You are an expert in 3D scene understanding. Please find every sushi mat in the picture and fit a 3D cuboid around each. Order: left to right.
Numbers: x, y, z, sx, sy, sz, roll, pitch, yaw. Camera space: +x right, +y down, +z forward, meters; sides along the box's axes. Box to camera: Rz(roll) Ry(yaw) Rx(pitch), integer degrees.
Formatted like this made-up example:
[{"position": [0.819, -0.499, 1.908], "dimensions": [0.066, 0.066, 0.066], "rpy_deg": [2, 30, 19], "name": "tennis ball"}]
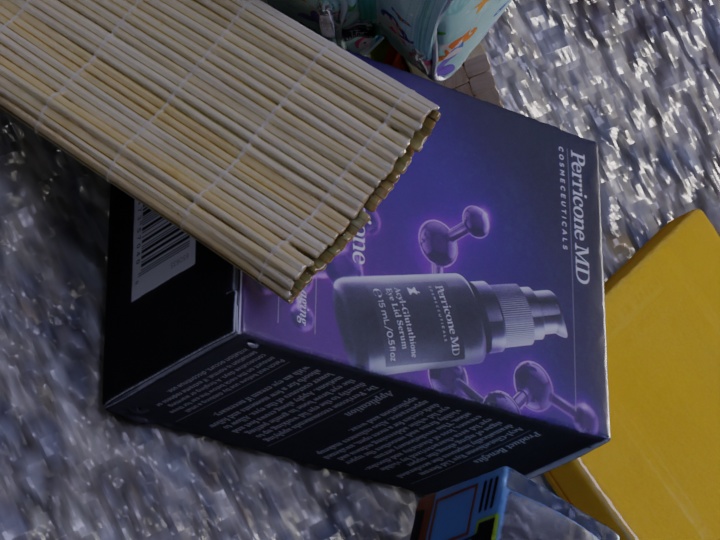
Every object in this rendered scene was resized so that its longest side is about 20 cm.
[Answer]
[{"position": [-0.070, -0.072, 1.057], "dimensions": [0.096, 0.200, 0.012], "rpy_deg": [-52, 153, -10], "name": "sushi mat"}]

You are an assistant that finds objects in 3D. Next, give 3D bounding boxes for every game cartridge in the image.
[{"position": [0.170, 0.093, 1.285], "dimensions": [0.200, 0.032, 0.176], "rpy_deg": [54, 47, -4], "name": "game cartridge"}]

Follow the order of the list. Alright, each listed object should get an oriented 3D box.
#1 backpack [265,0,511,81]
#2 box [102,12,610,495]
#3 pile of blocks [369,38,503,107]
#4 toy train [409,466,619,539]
[{"position": [0.015, -0.182, 1.100], "dimensions": [0.150, 0.200, 0.178], "rpy_deg": [32, 82, 17], "name": "backpack"}, {"position": [0.000, 0.000, 1.132], "dimensions": [0.200, 0.104, 0.148], "rpy_deg": [16, 61, -34], "name": "box"}, {"position": [0.003, -0.142, 1.240], "dimensions": [0.062, 0.082, 0.200], "rpy_deg": [-23, 73, -1], "name": "pile of blocks"}, {"position": [0.036, 0.180, 1.075], "dimensions": [0.087, 0.114, 0.200], "rpy_deg": [32, 53, -24], "name": "toy train"}]
